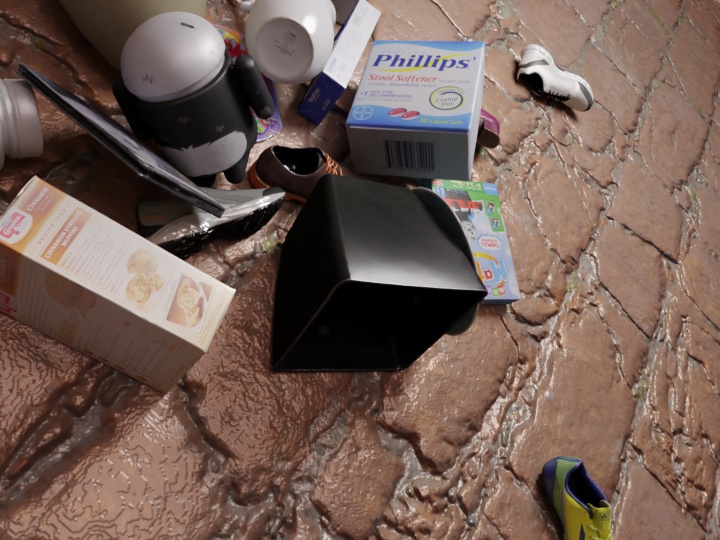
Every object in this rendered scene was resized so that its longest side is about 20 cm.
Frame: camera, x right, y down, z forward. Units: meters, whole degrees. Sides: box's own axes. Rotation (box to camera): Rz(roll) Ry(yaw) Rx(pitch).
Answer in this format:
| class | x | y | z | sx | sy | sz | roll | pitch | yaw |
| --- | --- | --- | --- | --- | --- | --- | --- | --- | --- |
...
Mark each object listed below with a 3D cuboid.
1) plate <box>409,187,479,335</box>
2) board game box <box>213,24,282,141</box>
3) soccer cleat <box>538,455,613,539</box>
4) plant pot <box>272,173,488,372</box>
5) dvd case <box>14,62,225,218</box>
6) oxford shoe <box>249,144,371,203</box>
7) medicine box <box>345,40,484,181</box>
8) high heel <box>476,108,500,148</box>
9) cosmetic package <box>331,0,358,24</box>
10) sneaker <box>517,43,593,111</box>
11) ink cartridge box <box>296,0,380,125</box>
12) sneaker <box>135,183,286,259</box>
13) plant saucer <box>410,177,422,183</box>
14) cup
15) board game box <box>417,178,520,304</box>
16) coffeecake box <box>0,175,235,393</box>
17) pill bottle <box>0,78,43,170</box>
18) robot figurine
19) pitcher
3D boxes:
| class | x | y | z | sx | sy | sz | roll | pitch | yaw |
| --- | --- | --- | --- | --- | --- | --- | --- | --- | --- |
| plate | 0.104 | -0.013 | 0.777 | 0.025 | 0.200 | 0.203 | -17 | 77 | -23 |
| board game box | -0.184 | -0.278 | 0.820 | 0.156 | 0.039 | 0.204 | 1 | 67 | -33 |
| soccer cleat | 0.322 | 0.358 | 0.811 | 0.064 | 0.084 | 0.203 | -18 | 78 | -37 |
| plant pot | 0.000 | 0.000 | 0.720 | 0.197 | 0.200 | 0.180 | 4 | 53 | -31 |
| dvd case | -0.247 | -0.133 | 0.617 | 0.199 | 0.149 | 0.016 | 38 | 91 | 18 |
| oxford shoe | -0.051 | -0.127 | 0.813 | 0.197 | 0.072 | 0.072 | 6 | 64 | -31 |
| medicine box | 0.090 | -0.247 | 0.889 | 0.179 | 0.104 | 0.203 | 6 | 57 | 14 |
| high heel | 0.166 | -0.290 | 1.056 | 0.198 | 0.068 | 0.097 | 32 | 30 | -14 |
| cosmetic package | -0.090 | -0.499 | 0.970 | 0.197 | 0.073 | 0.105 | 7 | 64 | -29 |
| sneaker | 0.415 | -0.396 | 1.259 | 0.198 | 0.074 | 0.081 | 30 | 69 | -12 |
| ink cartridge box | -0.032 | -0.328 | 0.910 | 0.044 | 0.094 | 0.202 | 31 | 54 | -16 |
| sneaker | -0.176 | -0.076 | 0.710 | 0.198 | 0.074 | 0.080 | -21 | 75 | -38 |
| plant saucer | 0.139 | -0.234 | 0.977 | 0.069 | 0.019 | 0.203 | 30 | 76 | -17 |
| cup | -0.270 | -0.329 | 0.714 | 0.199 | 0.198 | 0.146 | -25 | 106 | -38 |
| board game box | 0.175 | -0.047 | 0.935 | 0.149 | 0.036 | 0.204 | 1 | 73 | -33 |
| coffeecake box | -0.243 | 0.026 | 0.562 | 0.198 | 0.153 | 0.074 | 31 | 53 | -16 |
| pill bottle | -0.421 | -0.141 | 0.557 | 0.197 | 0.109 | 0.111 | -14 | 75 | -36 |
| robot figurine | -0.193 | -0.195 | 0.681 | 0.149 | 0.202 | 0.125 | -36 | 51 | -15 |
| pitcher | -0.117 | -0.353 | 0.819 | 0.169 | 0.122 | 0.202 | 23 | 34 | -16 |
